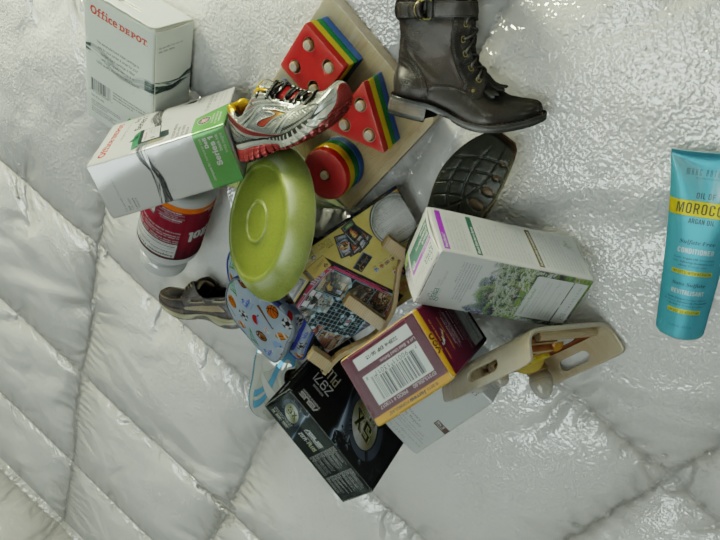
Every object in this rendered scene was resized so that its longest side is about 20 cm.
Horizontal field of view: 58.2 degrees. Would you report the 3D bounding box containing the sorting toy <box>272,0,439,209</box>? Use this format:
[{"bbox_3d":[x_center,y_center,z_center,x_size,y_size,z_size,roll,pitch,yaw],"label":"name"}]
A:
[{"bbox_3d":[-0.034,-0.199,0.829,0.200,0.070,0.200,48,134,-1],"label":"sorting toy"}]

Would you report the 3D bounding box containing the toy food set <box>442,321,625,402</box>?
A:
[{"bbox_3d":[0.212,0.122,0.789,0.143,0.196,0.062,-38,61,44],"label":"toy food set"}]

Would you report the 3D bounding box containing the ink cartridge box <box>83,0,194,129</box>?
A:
[{"bbox_3d":[-0.331,-0.302,0.966,0.145,0.083,0.203,33,133,14],"label":"ink cartridge box"}]

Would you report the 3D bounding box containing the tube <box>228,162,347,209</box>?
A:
[{"bbox_3d":[-0.116,-0.121,0.937,0.196,0.058,0.053,21,137,29],"label":"tube"}]

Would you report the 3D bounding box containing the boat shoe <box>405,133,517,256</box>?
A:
[{"bbox_3d":[0.123,-0.081,0.791,0.076,0.073,0.202,43,124,15],"label":"boat shoe"}]

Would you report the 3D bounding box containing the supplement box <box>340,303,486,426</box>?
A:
[{"bbox_3d":[0.072,0.096,0.786,0.109,0.199,0.087,-35,83,21],"label":"supplement box"}]

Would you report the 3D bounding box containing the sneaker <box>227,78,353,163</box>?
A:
[{"bbox_3d":[-0.094,-0.190,0.775,0.196,0.078,0.084,-9,113,39],"label":"sneaker"}]

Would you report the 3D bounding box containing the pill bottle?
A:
[{"bbox_3d":[-0.308,-0.085,1.071,0.112,0.113,0.201,39,134,7],"label":"pill bottle"}]

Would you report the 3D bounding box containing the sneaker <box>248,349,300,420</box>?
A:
[{"bbox_3d":[-0.152,0.210,1.177,0.079,0.077,0.203,25,132,17],"label":"sneaker"}]

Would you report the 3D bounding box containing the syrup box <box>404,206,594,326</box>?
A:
[{"bbox_3d":[0.155,-0.002,0.741,0.195,0.083,0.080,10,130,-15],"label":"syrup box"}]

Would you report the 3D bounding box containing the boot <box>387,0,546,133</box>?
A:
[{"bbox_3d":[0.114,-0.247,0.692,0.194,0.069,0.179,11,113,12],"label":"boot"}]

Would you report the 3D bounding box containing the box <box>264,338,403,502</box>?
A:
[{"bbox_3d":[-0.027,0.229,1.037,0.201,0.164,0.086,51,134,-4],"label":"box"}]

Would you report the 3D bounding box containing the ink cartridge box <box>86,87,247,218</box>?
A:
[{"bbox_3d":[-0.258,-0.165,0.897,0.195,0.148,0.086,-15,124,5],"label":"ink cartridge box"}]

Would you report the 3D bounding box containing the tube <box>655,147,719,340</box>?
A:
[{"bbox_3d":[0.354,-0.026,0.683,0.075,0.050,0.205,8,118,22],"label":"tube"}]

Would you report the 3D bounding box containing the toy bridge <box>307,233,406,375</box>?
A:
[{"bbox_3d":[0.006,0.055,0.855,0.066,0.027,0.202,32,97,-10],"label":"toy bridge"}]

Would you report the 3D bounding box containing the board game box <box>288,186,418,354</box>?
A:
[{"bbox_3d":[0.000,0.000,0.876,0.197,0.035,0.137,-32,101,3],"label":"board game box"}]

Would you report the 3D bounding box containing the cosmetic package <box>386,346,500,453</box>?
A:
[{"bbox_3d":[0.116,0.183,0.967,0.102,0.074,0.201,43,135,4],"label":"cosmetic package"}]

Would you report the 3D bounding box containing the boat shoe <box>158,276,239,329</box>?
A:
[{"bbox_3d":[-0.282,0.047,1.176,0.195,0.074,0.075,9,114,21],"label":"boat shoe"}]

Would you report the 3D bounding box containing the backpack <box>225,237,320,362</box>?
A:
[{"bbox_3d":[-0.125,0.029,0.996,0.191,0.153,0.201,47,138,14],"label":"backpack"}]

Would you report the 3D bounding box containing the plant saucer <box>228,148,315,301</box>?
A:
[{"bbox_3d":[-0.126,-0.063,0.851,0.197,0.031,0.206,-9,78,50],"label":"plant saucer"}]
